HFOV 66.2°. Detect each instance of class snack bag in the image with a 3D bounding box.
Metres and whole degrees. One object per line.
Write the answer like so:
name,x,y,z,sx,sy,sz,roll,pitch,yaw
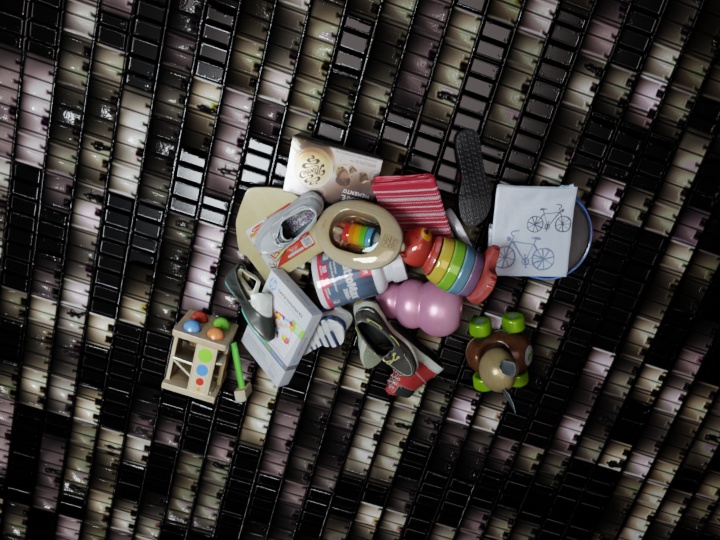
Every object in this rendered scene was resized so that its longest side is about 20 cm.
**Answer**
snack bag,0.364,-0.085,1.189,0.181,0.021,0.208,1,107,0

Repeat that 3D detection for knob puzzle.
knob puzzle,-0.187,-0.097,1.217,0.210,0.031,0.228,0,113,-1

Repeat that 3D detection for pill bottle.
pill bottle,0.000,0.000,1.203,0.193,0.120,0.124,-17,106,7

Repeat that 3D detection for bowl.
bowl,0.416,-0.077,1.222,0.192,0.040,0.209,0,106,1

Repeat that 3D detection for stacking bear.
stacking bear,0.172,-0.022,1.134,0.194,0.124,0.115,25,139,-5

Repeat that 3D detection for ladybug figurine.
ladybug figurine,0.003,-0.066,1.118,0.194,0.072,0.140,19,82,21

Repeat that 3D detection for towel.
towel,0.113,-0.117,1.149,0.140,0.023,0.203,2,140,28

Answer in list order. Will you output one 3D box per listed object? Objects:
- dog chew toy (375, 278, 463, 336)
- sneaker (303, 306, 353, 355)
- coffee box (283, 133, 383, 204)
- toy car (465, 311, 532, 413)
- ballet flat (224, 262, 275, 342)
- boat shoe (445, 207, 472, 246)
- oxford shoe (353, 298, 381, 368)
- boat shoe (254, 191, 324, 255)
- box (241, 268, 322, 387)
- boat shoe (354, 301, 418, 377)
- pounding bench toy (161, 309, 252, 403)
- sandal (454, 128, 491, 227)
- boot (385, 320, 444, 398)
dog chew toy,0.128,0.074,1.229,0.192,0.124,0.130,8,107,16
sneaker,-0.089,0.126,1.266,0.194,0.115,0.083,-11,107,35
coffee box,-0.056,-0.205,1.167,0.192,0.080,0.117,14,107,-3
toy car,0.322,0.213,1.222,0.151,0.201,0.171,-8,107,3
ballet flat,-0.235,0.060,1.205,0.069,0.067,0.201,-50,63,20
boat shoe,0.218,-0.036,1.225,0.065,0.070,0.204,-26,112,7
oxford shoe,0.020,0.141,1.269,0.073,0.058,0.205,-25,131,-22
boat shoe,-0.154,-0.084,1.154,0.196,0.069,0.073,-28,115,25
box,-0.179,0.128,1.227,0.156,0.041,0.204,43,116,29
boat shoe,0.053,0.161,1.179,0.070,0.061,0.203,-28,111,31
pounding bench toy,-0.327,0.195,1.261,0.193,0.125,0.161,17,106,-5
sandal,0.238,-0.198,1.192,0.072,0.045,0.209,-6,92,-3
boot,0.085,0.215,1.276,0.144,0.073,0.199,-41,120,13
